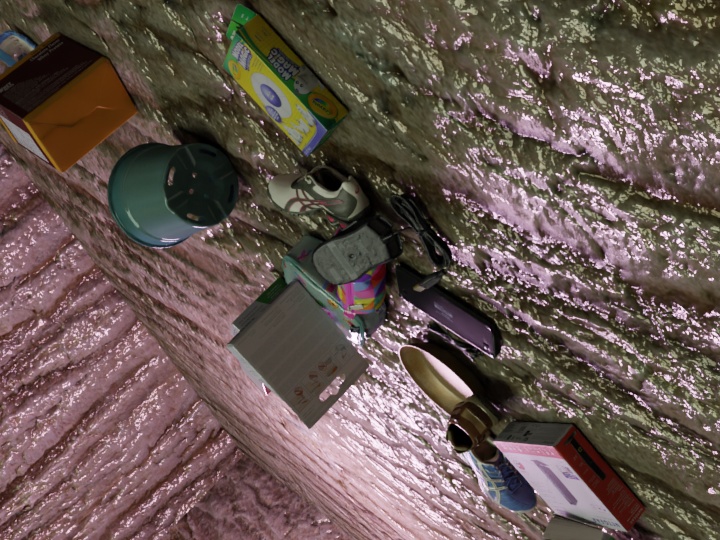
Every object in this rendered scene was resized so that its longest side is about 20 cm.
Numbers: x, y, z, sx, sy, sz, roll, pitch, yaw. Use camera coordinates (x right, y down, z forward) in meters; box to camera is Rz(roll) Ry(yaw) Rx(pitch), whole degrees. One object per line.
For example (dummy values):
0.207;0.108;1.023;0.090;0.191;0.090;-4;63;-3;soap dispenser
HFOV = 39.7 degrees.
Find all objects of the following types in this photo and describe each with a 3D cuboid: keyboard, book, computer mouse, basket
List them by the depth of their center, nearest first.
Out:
0.036;-0.021;1.396;0.200;0.046;0.141;-33;105;34;computer mouse
0.133;0.072;1.515;0.200;0.021;0.127;34;152;33;keyboard
0.412;0.468;1.613;0.200;0.048;0.134;36;161;-22;book
-0.749;-0.438;2.144;0.176;0.139;0.200;40;170;20;basket

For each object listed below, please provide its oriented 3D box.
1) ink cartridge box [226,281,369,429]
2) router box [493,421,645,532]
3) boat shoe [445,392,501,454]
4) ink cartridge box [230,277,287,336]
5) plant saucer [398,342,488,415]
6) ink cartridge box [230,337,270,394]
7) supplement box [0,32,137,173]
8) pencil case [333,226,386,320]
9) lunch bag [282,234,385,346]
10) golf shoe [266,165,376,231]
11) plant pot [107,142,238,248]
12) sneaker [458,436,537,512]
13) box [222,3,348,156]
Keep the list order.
-0.104;0.144;1.703;0.200;0.160;0.047;49;160;-13;ink cartridge box
0.323;0.319;1.567;0.180;0.049;0.200;49;161;-7;router box
0.168;0.258;1.622;0.076;0.074;0.200;41;160;14;boat shoe
-0.146;0.138;2.038;0.200;0.147;0.083;43;161;5;ink cartridge box
0.150;0.187;1.685;0.200;0.035;0.200;40;160;17;plant saucer
-0.140;0.125;1.918;0.083;0.200;0.147;42;161;22;ink cartridge box
-0.585;-0.328;1.934;0.200;0.197;0.133;30;155;37;supplement box
0.000;0.000;1.552;0.088;0.088;0.200;38;159;21;pencil case
-0.045;0.042;1.737;0.200;0.077;0.160;41;160;14;lunch bag
-0.063;-0.122;1.468;0.200;0.077;0.088;19;141;36;golf shoe
-0.329;-0.144;1.809;0.196;0.200;0.200;-2;130;55;plant pot
0.240;0.356;1.773;0.200;0.076;0.077;45;165;-2;sneaker
-0.112;-0.254;1.330;0.200;0.048;0.117;48;160;-2;box
